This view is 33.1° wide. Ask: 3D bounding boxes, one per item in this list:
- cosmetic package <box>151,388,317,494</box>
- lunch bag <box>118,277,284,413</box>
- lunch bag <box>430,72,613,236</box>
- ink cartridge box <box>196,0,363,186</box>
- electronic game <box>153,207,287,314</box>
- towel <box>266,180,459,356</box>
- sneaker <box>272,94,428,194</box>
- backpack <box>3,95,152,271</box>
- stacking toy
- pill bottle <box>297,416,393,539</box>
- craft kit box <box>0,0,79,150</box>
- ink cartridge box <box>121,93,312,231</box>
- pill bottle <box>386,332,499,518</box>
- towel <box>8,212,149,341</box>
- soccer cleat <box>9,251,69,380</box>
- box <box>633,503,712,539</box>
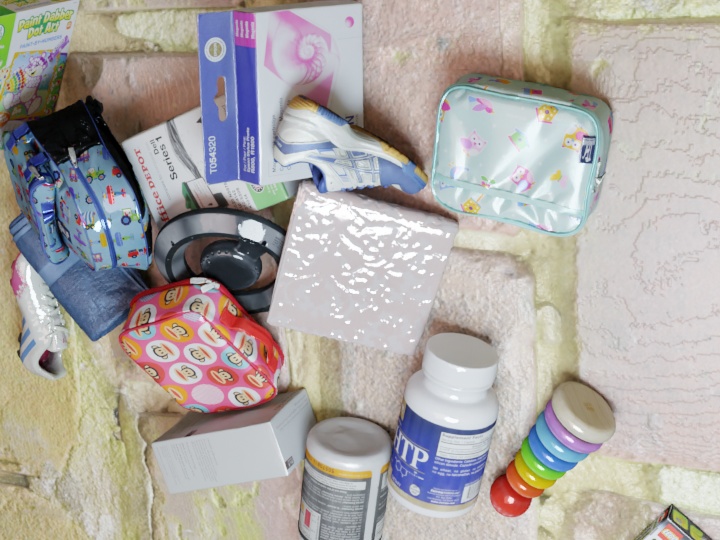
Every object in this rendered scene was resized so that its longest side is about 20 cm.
[{"bbox_3d":[-0.164,0.228,1.618,0.198,0.113,0.082,-16,102,26],"label":"cosmetic package"},{"bbox_3d":[-0.193,0.098,1.559,0.174,0.083,0.200,-15,132,29],"label":"lunch bag"},{"bbox_3d":[0.180,-0.126,1.355,0.197,0.077,0.163,15,113,19],"label":"lunch bag"},{"bbox_3d":[-0.086,-0.202,1.390,0.043,0.198,0.199,27,124,52],"label":"ink cartridge box"},{"bbox_3d":[-0.162,-0.009,1.524,0.197,0.042,0.201,6,142,4],"label":"electronic game"},{"bbox_3d":[0.000,0.000,1.469,0.197,0.032,0.193,13,116,-8],"label":"towel"},{"bbox_3d":[-0.015,-0.124,1.401,0.198,0.075,0.089,25,97,-26],"label":"sneaker"},{"bbox_3d":[-0.343,-0.083,1.513,0.201,0.133,0.184,54,156,28],"label":"backpack"},{"bbox_3d":[0.222,0.230,1.466,0.085,0.085,0.201,37,123,8],"label":"stacking toy"},{"bbox_3d":[-0.023,0.303,1.576,0.115,0.116,0.203,15,113,19],"label":"pill bottle"},{"bbox_3d":[-0.446,-0.247,1.526,0.048,0.200,0.200,25,118,14],"label":"craft kit box"},{"bbox_3d":[-0.180,-0.134,1.511,0.198,0.084,0.148,-19,99,28],"label":"ink cartridge box"},{"bbox_3d":[0.105,0.185,1.475,0.118,0.120,0.203,18,114,17],"label":"pill bottle"},{"bbox_3d":[-0.379,-0.011,1.641,0.111,0.049,0.201,-38,92,-4],"label":"towel"},{"bbox_3d":[-0.441,0.063,1.705,0.086,0.070,0.202,26,126,32],"label":"soccer cleat"},{"bbox_3d":[0.413,0.388,1.456,0.200,0.035,0.110,42,119,6],"label":"box"}]
